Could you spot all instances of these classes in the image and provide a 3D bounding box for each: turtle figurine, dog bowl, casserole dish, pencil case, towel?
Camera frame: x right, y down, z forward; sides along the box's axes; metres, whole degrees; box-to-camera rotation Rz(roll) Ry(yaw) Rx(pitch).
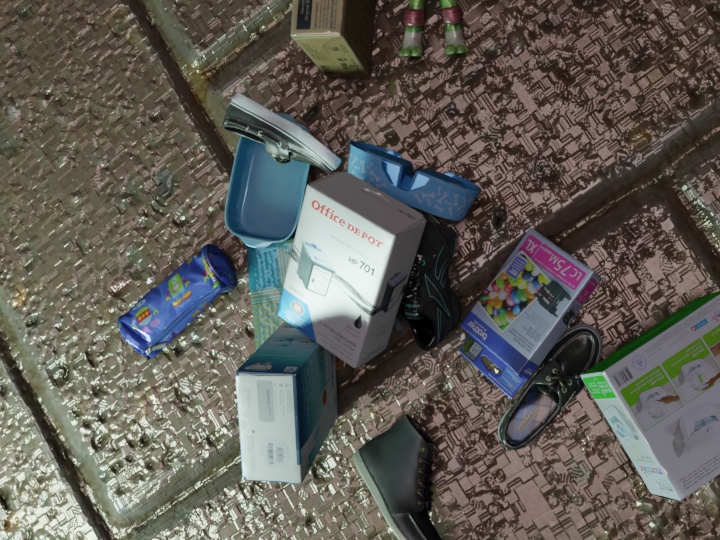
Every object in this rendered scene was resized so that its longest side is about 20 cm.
[{"bbox_3d":[0.103,-0.395,1.048,0.198,0.141,0.199,19,116,54],"label":"turtle figurine"},{"bbox_3d":[0.069,-0.124,1.082,0.196,0.111,0.051,22,106,13],"label":"dog bowl"},{"bbox_3d":[-0.132,-0.131,1.153,0.118,0.039,0.205,9,84,13],"label":"casserole dish"},{"bbox_3d":[-0.275,0.050,1.167,0.199,0.078,0.088,-39,51,9],"label":"pencil case"},{"bbox_3d":[-0.095,0.051,1.156,0.143,0.022,0.205,-7,88,13],"label":"towel"}]

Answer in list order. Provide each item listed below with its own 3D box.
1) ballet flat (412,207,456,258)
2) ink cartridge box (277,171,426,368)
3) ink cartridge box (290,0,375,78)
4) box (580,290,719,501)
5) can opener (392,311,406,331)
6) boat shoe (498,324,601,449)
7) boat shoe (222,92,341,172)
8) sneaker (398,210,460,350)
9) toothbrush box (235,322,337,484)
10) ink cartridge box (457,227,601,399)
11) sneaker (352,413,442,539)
[{"bbox_3d":[0.051,-0.071,1.108,0.197,0.073,0.074,26,94,19],"label":"ballet flat"},{"bbox_3d":[-0.016,-0.002,1.012,0.145,0.085,0.204,30,123,24],"label":"ink cartridge box"},{"bbox_3d":[-0.032,-0.372,1.063,0.073,0.200,0.169,3,88,12],"label":"ink cartridge box"},{"bbox_3d":[0.414,0.154,0.970,0.198,0.097,0.179,-31,83,-7],"label":"box"},{"bbox_3d":[0.000,0.000,1.114,0.053,0.067,0.201,-42,96,-22],"label":"can opener"},{"bbox_3d":[0.258,0.162,1.044,0.068,0.057,0.202,36,96,12],"label":"boat shoe"},{"bbox_3d":[-0.114,-0.185,1.108,0.198,0.068,0.057,33,92,21],"label":"boat shoe"},{"bbox_3d":[0.083,0.015,1.038,0.074,0.079,0.203,3,126,40],"label":"sneaker"},{"bbox_3d":[-0.093,0.171,1.045,0.083,0.200,0.150,1,103,11],"label":"toothbrush box"},{"bbox_3d":[0.219,0.057,1.050,0.119,0.042,0.202,41,100,40],"label":"ink cartridge box"},{"bbox_3d":[0.080,0.303,1.064,0.106,0.075,0.201,-40,66,7],"label":"sneaker"}]
